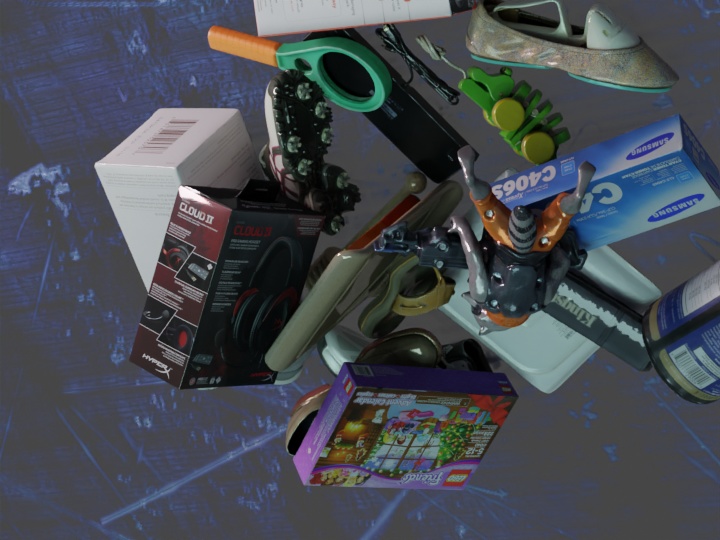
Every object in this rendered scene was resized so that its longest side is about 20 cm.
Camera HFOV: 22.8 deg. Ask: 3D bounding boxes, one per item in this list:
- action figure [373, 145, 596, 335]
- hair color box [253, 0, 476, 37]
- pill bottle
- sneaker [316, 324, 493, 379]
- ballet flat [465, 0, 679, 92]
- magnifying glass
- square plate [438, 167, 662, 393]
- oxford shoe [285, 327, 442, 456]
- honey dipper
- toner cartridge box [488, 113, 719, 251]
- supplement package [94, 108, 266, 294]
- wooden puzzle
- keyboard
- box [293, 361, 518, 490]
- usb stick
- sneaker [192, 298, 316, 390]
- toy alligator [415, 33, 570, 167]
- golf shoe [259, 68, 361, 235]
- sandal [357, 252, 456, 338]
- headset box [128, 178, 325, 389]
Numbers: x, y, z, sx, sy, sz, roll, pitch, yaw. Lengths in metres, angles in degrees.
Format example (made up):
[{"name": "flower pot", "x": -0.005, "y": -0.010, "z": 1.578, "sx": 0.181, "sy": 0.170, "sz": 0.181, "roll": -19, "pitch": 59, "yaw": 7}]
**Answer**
[{"name": "action figure", "x": 0.113, "y": -0.018, "z": 1.591, "sx": 0.198, "sy": 0.105, "sz": 0.194, "roll": -1, "pitch": 134, "yaw": -3}, {"name": "hair color box", "x": -0.001, "y": -0.271, "z": 1.611, "sx": 0.199, "sy": 0.061, "sz": 0.102, "roll": -1, "pitch": 102, "yaw": 29}, {"name": "pill bottle", "x": 0.364, "y": 0.035, "z": 1.641, "sx": 0.112, "sy": 0.112, "sz": 0.200, "roll": 45, "pitch": 132, "yaw": -10}, {"name": "sneaker", "x": 0.059, "y": 0.091, "z": 1.878, "sx": 0.200, "sy": 0.076, "sz": 0.116, "roll": 32, "pitch": 124, "yaw": -8}, {"name": "ballet flat", "x": 0.187, "y": -0.206, "z": 1.584, "sx": 0.199, "sy": 0.068, "sz": 0.068, "roll": 12, "pitch": 118, "yaw": 17}, {"name": "magnifying glass", "x": -0.060, "y": -0.202, "z": 1.721, "sx": 0.199, "sy": 0.022, "sz": 0.080, "roll": 20, "pitch": 145, "yaw": 25}, {"name": "square plate", "x": 0.167, "y": 0.020, "z": 1.787, "sx": 0.198, "sy": 0.028, "sz": 0.200, "roll": 39, "pitch": 132, "yaw": -4}, {"name": "oxford shoe", "x": 0.003, "y": 0.133, "z": 1.826, "sx": 0.200, "sy": 0.075, "sz": 0.070, "roll": -39, "pitch": 101, "yaw": 26}, {"name": "honey dipper", "x": 0.006, "y": -0.041, "z": 1.819, "sx": 0.038, "sy": 0.038, "sz": 0.200, "roll": 39, "pitch": 130, "yaw": -5}, {"name": "toner cartridge box", "x": 0.221, "y": -0.069, "z": 1.638, "sx": 0.199, "sy": 0.043, "sz": 0.095, "roll": -20, "pitch": 140, "yaw": 26}, {"name": "supplement package", "x": -0.165, "y": -0.052, "z": 1.832, "sx": 0.117, "sy": 0.117, "sz": 0.201, "roll": 4, "pitch": 126, "yaw": 36}, {"name": "wooden puzzle", "x": 0.000, "y": 0.000, "z": 1.746, "sx": 0.037, "sy": 0.200, "sz": 0.185, "roll": 45, "pitch": 131, "yaw": 11}, {"name": "keyboard", "x": 0.038, "y": -0.174, "z": 1.703, "sx": 0.200, "sy": 0.021, "sz": 0.127, "roll": 44, "pitch": 147, "yaw": -10}, {"name": "box", "x": 0.047, "y": 0.160, "z": 1.809, "sx": 0.199, "sy": 0.039, "sz": 0.137, "roll": 5, "pitch": 127, "yaw": -31}, {"name": "usb stick", "x": 0.207, "y": 0.030, "z": 1.733, "sx": 0.199, "sy": 0.033, "sz": 0.056, "roll": 32, "pitch": 133, "yaw": 2}, {"name": "sneaker", "x": -0.117, "y": 0.064, "z": 1.883, "sx": 0.116, "sy": 0.199, "sz": 0.075, "roll": -48, "pitch": 59, "yaw": 32}, {"name": "toy alligator", "x": 0.136, "y": -0.160, "z": 1.653, "sx": 0.054, "sy": 0.059, "sz": 0.200, "roll": -43, "pitch": 102, "yaw": 2}, {"name": "golf shoe", "x": -0.069, "y": -0.116, "z": 1.757, "sx": 0.088, "sy": 0.077, "sz": 0.201, "roll": 18, "pitch": 144, "yaw": 32}, {"name": "sandal", "x": 0.059, "y": 0.023, "z": 1.772, "sx": 0.054, "sy": 0.080, "sz": 0.200, "roll": 58, "pitch": 145, "yaw": 17}, {"name": "headset box", "x": -0.124, "y": 0.006, "z": 1.712, "sx": 0.075, "sy": 0.148, "sz": 0.201, "roll": 25, "pitch": 102, "yaw": 33}]
